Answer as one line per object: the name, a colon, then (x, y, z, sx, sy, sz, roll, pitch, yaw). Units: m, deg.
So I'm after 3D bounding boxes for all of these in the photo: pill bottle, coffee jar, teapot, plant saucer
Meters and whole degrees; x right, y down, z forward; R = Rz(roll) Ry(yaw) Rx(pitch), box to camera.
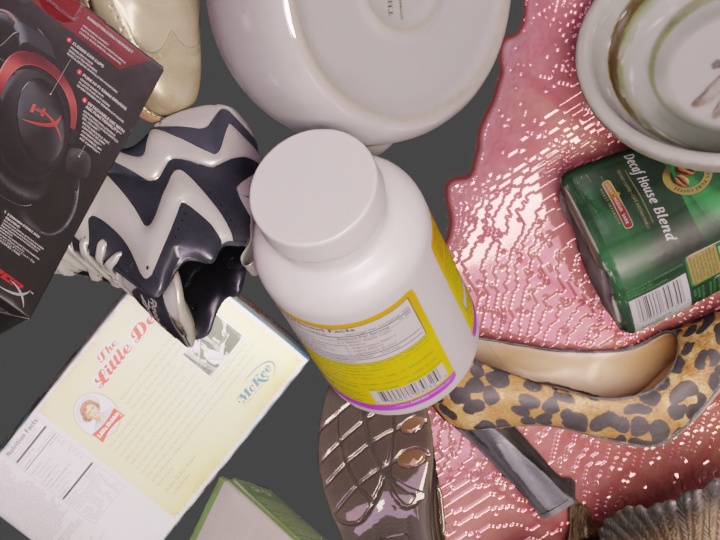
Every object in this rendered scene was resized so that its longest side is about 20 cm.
pill bottle: (0.000, 0.000, 1.178, 0.104, 0.200, 0.105, -7, 61, 13)
coffee jar: (0.228, -0.046, 1.238, 0.199, 0.105, 0.086, -23, 140, -1)
teapot: (-0.020, -0.170, 1.190, 0.197, 0.146, 0.201, 39, 72, -33)
plant saucer: (0.229, -0.124, 1.209, 0.199, 0.201, 0.050, -22, 139, 0)

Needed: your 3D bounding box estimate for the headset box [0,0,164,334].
headset box: (-0.210, -0.085, 1.114, 0.148, 0.075, 0.201, 36, 58, -21)

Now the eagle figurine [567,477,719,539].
eagle figurine: (0.199, 0.194, 1.241, 0.152, 0.199, 0.151, 45, 64, -33)

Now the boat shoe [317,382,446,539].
boat shoe: (0.016, 0.148, 1.275, 0.074, 0.073, 0.201, -6, 79, 6)

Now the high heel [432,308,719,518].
high heel: (0.142, 0.048, 1.263, 0.200, 0.071, 0.143, -40, 106, 12)

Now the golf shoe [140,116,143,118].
golf shoe: (-0.217, -0.080, 1.222, 0.199, 0.073, 0.092, -32, 102, 1)

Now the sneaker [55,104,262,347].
sneaker: (-0.143, -0.004, 1.201, 0.198, 0.080, 0.130, -18, 61, 4)

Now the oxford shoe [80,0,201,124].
oxford shoe: (-0.121, -0.185, 1.180, 0.071, 0.074, 0.201, -20, 103, -40)

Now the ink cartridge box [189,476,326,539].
ink cartridge box: (-0.054, 0.232, 1.222, 0.048, 0.200, 0.146, 21, 98, -40)

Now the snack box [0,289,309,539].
snack box: (-0.137, 0.093, 1.272, 0.116, 0.037, 0.200, 39, 95, -8)
